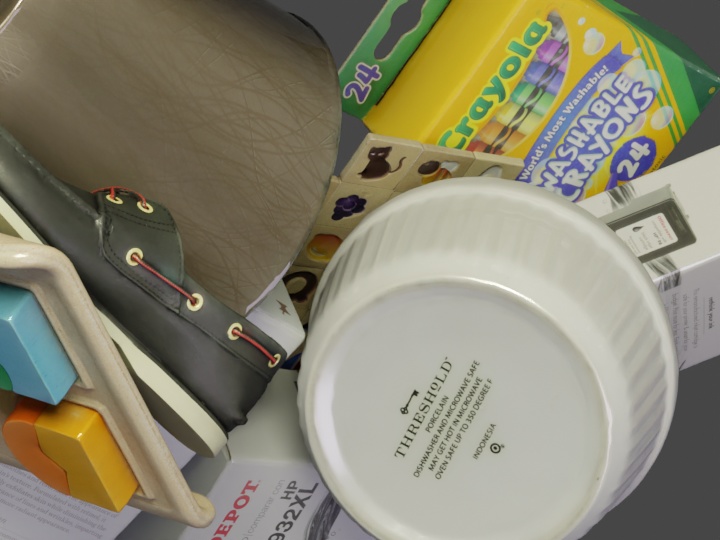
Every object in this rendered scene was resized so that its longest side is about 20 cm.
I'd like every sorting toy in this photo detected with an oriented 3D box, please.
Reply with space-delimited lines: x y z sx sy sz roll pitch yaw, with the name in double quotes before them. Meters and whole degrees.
"sorting toy" -0.170 0.039 0.917 0.037 0.184 0.200 -58 144 -27

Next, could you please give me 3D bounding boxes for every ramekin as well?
"ramekin" 0.059 0.062 1.096 0.201 0.094 0.204 5 110 14

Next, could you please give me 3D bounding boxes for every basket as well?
"basket" -0.119 -0.084 0.950 0.200 0.135 0.181 37 62 -49

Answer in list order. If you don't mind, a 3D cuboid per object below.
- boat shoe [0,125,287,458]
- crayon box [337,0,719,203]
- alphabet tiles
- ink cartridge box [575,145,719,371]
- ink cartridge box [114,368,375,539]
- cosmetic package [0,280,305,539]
"boat shoe" -0.109 -0.005 0.893 0.063 0.074 0.201 -51 122 -13
"crayon box" 0.091 -0.096 1.160 0.199 0.052 0.126 21 112 -41
"alphabet tiles" 0.000 0.000 1.171 0.166 0.006 0.200 7 137 -31
"ink cartridge box" 0.167 0.004 1.203 0.199 0.067 0.116 -22 148 -5
"ink cartridge box" -0.040 0.137 1.236 0.199 0.084 0.145 10 126 -38
"cosmetic package" -0.134 0.061 1.109 0.101 0.074 0.200 32 111 -36
